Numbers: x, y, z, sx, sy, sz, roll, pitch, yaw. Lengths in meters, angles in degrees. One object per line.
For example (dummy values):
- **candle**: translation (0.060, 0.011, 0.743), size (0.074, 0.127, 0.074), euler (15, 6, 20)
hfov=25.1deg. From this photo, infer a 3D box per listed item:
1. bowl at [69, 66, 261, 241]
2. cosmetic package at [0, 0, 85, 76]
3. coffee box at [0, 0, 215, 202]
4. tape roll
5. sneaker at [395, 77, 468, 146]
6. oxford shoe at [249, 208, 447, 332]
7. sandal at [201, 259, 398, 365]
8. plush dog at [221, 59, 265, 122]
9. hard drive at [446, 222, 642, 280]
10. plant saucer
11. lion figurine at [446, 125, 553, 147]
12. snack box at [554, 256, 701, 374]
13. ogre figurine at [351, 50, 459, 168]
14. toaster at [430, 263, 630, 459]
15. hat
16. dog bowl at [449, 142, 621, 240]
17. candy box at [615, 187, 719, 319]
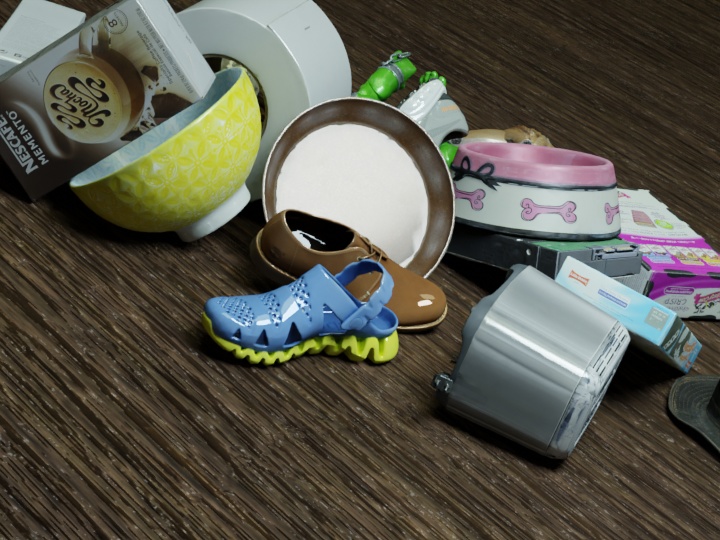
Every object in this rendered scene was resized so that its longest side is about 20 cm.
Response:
- **bowl**: translation (-0.165, -0.094, 1.528), size (0.108, 0.199, 0.200), euler (56, 18, -18)
- **cosmetic package**: translation (-0.342, -0.203, 1.666), size (0.073, 0.102, 0.200), euler (17, 26, -5)
- **coffee box**: translation (-0.251, -0.168, 1.512), size (0.113, 0.199, 0.080), euler (56, 17, -16)
- **tape roll**: translation (-0.122, -0.184, 1.659), size (0.201, 0.204, 0.139), euler (22, 24, 9)
- **sneaker**: translation (0.035, -0.114, 1.688), size (0.079, 0.200, 0.074), euler (46, -15, -1)
- **oxford shoe**: translation (0.000, 0.000, 1.494), size (0.198, 0.071, 0.072), euler (21, 48, -18)
- **sandal**: translation (-0.047, 0.031, 1.412), size (0.198, 0.088, 0.080), euler (-2, 33, -34)
- **plush dog**: translation (-0.137, -0.227, 1.832), size (0.199, 0.161, 0.171), euler (32, 51, 26)
- **hard drive**: translation (0.174, -0.027, 1.674), size (0.139, 0.038, 0.199), euler (-5, 15, -43)
- **plant saucer**: translation (-0.005, -0.067, 1.567), size (0.198, 0.202, 0.034), euler (10, -12, -19)
- **lion figurine**: translation (0.140, -0.144, 1.917), size (0.198, 0.073, 0.123), euler (11, 15, -5)
- **snack box**: translation (0.259, 0.046, 1.551), size (0.116, 0.037, 0.200), euler (30, -1, 21)
- **ogre figurine**: translation (0.054, -0.141, 1.799), size (0.119, 0.202, 0.098), euler (-23, 9, -35)
- **toaster**: translation (0.153, 0.082, 1.413), size (0.128, 0.114, 0.200), euler (27, 24, 12)
- **hat**: translation (0.396, 0.126, 1.527), size (0.199, 0.082, 0.201), euler (16, 24, -8)
- **dog bowl**: translation (0.179, -0.087, 1.694), size (0.198, 0.075, 0.200), euler (6, 12, -1)
- **candy box**: translation (0.313, -0.022, 1.797), size (0.135, 0.061, 0.200), euler (3, 30, -29)
